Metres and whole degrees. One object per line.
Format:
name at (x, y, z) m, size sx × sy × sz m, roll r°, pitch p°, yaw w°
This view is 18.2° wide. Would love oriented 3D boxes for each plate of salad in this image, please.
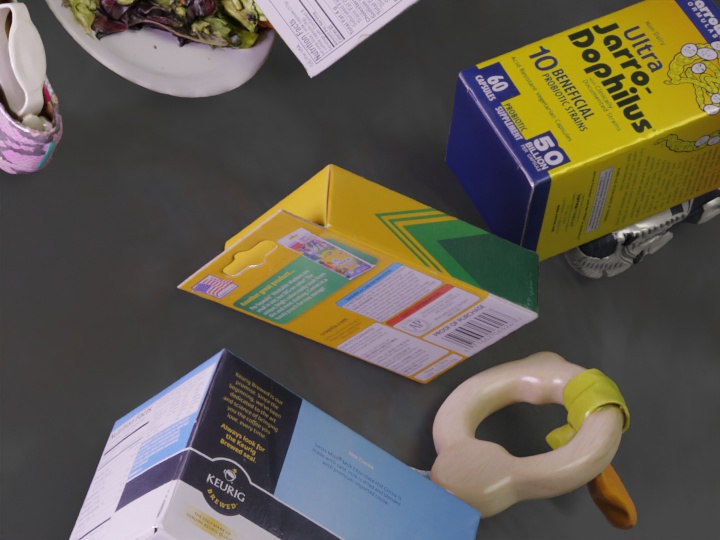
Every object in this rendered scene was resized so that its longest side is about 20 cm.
plate of salad at (-0.133, -0.210, 1.509) m, size 0.200 × 0.048 × 0.200 m, roll 18°, pitch 58°, yaw -31°

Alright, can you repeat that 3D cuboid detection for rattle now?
rattle at (0.088, 0.152, 1.507) m, size 0.130 × 0.143 × 0.200 m, roll 38°, pitch 58°, yaw 26°

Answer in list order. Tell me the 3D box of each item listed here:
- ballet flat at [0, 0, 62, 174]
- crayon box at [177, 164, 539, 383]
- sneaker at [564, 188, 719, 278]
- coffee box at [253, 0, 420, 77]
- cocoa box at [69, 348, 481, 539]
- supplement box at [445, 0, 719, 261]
ballet flat at (-0.231, -0.157, 1.388) m, size 0.069 × 0.071 × 0.200 m, roll -17°, pitch 78°, yaw -41°
crayon box at (0.000, 0.000, 1.450) m, size 0.200 × 0.126 × 0.052 m, roll 22°, pitch 55°, yaw -28°
sneaker at (0.198, -0.081, 1.689) m, size 0.199 × 0.079 × 0.130 m, roll -29°, pitch 74°, yaw -31°
coffee box at (0.009, -0.284, 1.527) m, size 0.200 × 0.198 × 0.200 m, roll 53°, pitch 28°, yaw -5°
cocoa box at (-0.053, 0.165, 1.316) m, size 0.200 × 0.133 × 0.131 m, roll 34°, pitch 50°, yaw -20°
supplement box at (0.175, -0.103, 1.588) m, size 0.200 × 0.110 × 0.109 m, roll -22°, pitch 61°, yaw -17°
